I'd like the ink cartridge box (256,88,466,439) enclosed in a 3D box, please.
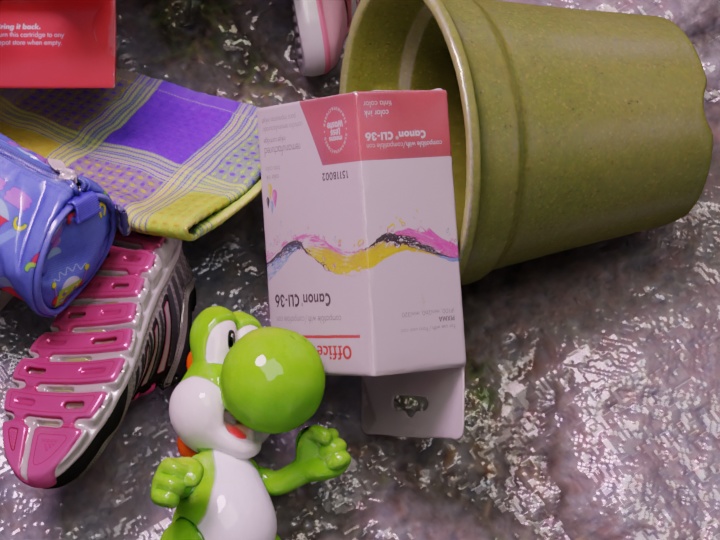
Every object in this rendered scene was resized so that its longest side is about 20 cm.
[{"bbox_3d":[0.000,0.000,1.342,0.067,0.116,0.201,-5,91,-32],"label":"ink cartridge box"}]

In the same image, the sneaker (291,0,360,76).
[{"bbox_3d":[0.003,-0.219,1.522,0.104,0.075,0.201,0,59,0],"label":"sneaker"}]

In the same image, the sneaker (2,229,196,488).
[{"bbox_3d":[-0.143,0.055,1.356,0.073,0.088,0.201,0,49,25],"label":"sneaker"}]

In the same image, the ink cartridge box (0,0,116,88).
[{"bbox_3d":[-0.207,-0.155,1.405,0.115,0.200,0.068,-1,107,-6],"label":"ink cartridge box"}]

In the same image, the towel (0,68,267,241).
[{"bbox_3d":[-0.147,-0.079,1.413,0.199,0.023,0.144,20,40,27],"label":"towel"}]

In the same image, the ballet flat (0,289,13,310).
[{"bbox_3d":[-0.271,0.013,1.385,0.199,0.068,0.076,-22,77,-20],"label":"ballet flat"}]

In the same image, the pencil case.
[{"bbox_3d":[-0.234,-0.052,1.338,0.199,0.087,0.078,29,24,19],"label":"pencil case"}]

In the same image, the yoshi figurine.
[{"bbox_3d":[-0.063,0.115,1.305,0.111,0.112,0.201,-3,77,8],"label":"yoshi figurine"}]

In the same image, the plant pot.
[{"bbox_3d":[0.107,-0.086,1.417,0.183,0.201,0.201,-6,63,-22],"label":"plant pot"}]
